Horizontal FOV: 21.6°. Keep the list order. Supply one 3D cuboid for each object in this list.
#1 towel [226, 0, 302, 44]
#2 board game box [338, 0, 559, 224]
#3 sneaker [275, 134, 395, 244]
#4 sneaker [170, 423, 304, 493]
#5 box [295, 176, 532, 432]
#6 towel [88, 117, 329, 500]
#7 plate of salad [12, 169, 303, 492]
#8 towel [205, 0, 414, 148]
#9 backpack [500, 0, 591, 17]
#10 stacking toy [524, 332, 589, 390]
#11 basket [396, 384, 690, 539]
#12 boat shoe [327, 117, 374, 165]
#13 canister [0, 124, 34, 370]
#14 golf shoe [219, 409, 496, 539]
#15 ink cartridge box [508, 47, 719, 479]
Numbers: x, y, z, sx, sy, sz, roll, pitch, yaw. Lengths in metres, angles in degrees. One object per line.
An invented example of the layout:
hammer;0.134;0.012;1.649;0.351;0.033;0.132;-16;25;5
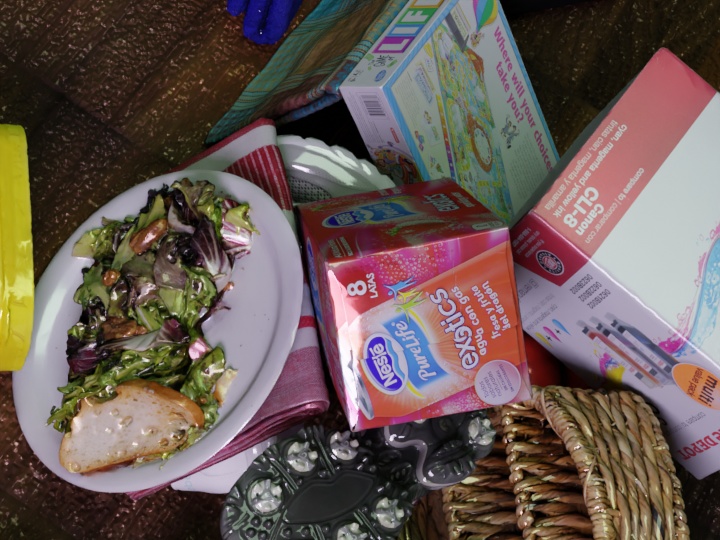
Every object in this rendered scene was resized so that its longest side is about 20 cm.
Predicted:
towel;-0.033;-0.267;1.285;0.049;0.148;0.201;22;56;2
board game box;0.068;-0.078;1.208;0.135;0.034;0.201;-53;132;-35
sneaker;0.000;0.000;1.163;0.200;0.075;0.082;46;56;-15
sneaker;-0.084;0.046;1.139;0.088;0.075;0.201;-15;46;15
box;0.025;0.013;1.042;0.099;0.200;0.096;-11;101;-4
towel;-0.094;0.019;1.103;0.023;0.144;0.201;35;36;-50
plate of salad;-0.123;0.028;1.071;0.048;0.199;0.201;40;41;-50
towel;-0.011;-0.162;1.237;0.022;0.146;0.200;48;54;-18
backpack;0.128;-0.294;1.331;0.162;0.200;0.168;-20;71;-29
stacking toy;0.164;0.043;1.233;0.199;0.085;0.086;-24;73;-24
basket;0.098;0.168;1.090;0.148;0.143;0.201;6;60;-19
boat shoe;0.036;-0.097;1.258;0.200;0.072;0.072;-31;77;-33
canister;-0.294;-0.017;1.075;0.199;0.087;0.149;2;62;-19
golf shoe;-0.008;0.124;1.042;0.200;0.088;0.077;-22;77;-45
ink cartridge box;0.196;0.001;1.138;0.200;0.145;0.145;40;69;1
